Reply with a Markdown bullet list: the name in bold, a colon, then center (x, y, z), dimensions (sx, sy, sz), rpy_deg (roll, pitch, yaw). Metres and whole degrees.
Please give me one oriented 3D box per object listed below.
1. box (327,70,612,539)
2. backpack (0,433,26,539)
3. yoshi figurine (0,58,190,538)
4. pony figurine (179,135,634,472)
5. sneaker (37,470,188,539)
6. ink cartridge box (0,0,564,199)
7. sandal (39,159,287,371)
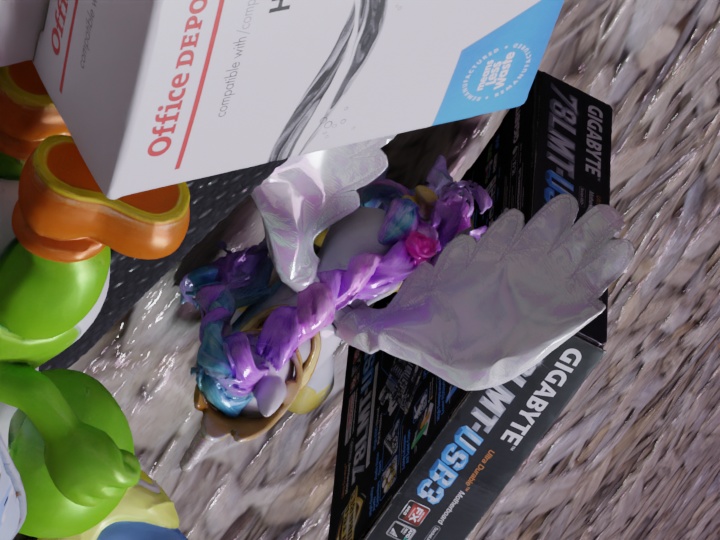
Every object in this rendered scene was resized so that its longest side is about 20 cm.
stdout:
- **box**: center (0.051, 0.035, 1.267), dimensions (0.199, 0.049, 0.201), rpy_deg (-58, -165, 33)
- **backpack**: center (-0.190, 0.062, 0.717), dimensions (0.190, 0.154, 0.200), rpy_deg (-38, 164, -11)
- **yoshi figurine**: center (-0.107, 0.023, 0.922), dimensions (0.112, 0.112, 0.201), rpy_deg (-42, 165, -51)
- **pony figurine**: center (0.000, 0.000, 1.124), dimensions (0.193, 0.166, 0.200), rpy_deg (-47, 180, 8)
- **sneaker**: center (-0.132, 0.187, 1.181), dimensions (0.201, 0.105, 0.076), rpy_deg (-57, 162, 15)
- **ink cartridge box**: center (-0.031, -0.093, 0.825), dimensions (0.199, 0.068, 0.116), rpy_deg (-14, 144, -27)
- **sandal**: center (-0.079, -0.034, 1.002), dimensions (0.200, 0.045, 0.075), rpy_deg (-44, 162, 23)
